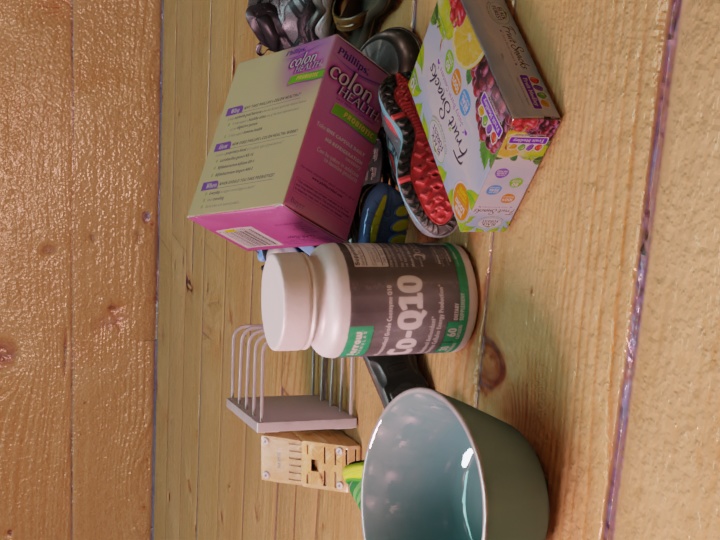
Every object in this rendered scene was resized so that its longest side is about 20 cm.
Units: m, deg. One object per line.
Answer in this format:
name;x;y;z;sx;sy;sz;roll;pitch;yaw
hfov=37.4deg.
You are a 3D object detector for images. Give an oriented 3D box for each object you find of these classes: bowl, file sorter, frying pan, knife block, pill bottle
bowl;0.091;0.205;0.937;0.200;0.104;0.203;-14;74;59
file sorter;-0.099;0.144;1.483;0.200;0.137;0.126;-173;84;-71
frying pan;0.016;-0.184;1.210;0.114;0.031;0.192;22;98;46
knife block;-0.058;0.251;1.510;0.198;0.175;0.065;2;96;26
pill bottle;0.007;0.029;1.063;0.113;0.198;0.115;179;90;-71

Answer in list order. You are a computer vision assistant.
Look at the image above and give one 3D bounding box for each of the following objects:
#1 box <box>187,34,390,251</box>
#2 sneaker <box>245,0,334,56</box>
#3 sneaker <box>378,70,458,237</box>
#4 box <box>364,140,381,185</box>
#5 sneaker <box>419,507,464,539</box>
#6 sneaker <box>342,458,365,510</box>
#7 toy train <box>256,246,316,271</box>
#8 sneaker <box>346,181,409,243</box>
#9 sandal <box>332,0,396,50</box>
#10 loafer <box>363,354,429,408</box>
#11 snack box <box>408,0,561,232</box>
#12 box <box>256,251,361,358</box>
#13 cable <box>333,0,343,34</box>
box;-0.078;-0.134;1.172;0.175;0.096;0.202;-4;65;47
sneaker;-0.085;-0.351;1.347;0.076;0.113;0.202;-70;-9;-57
sneaker;0.070;-0.108;1.099;0.096;0.078;0.202;84;177;-56
box;-0.024;-0.098;1.388;0.159;0.045;0.202;-128;41;-61
sneaker;0.074;0.233;1.044;0.067;0.089;0.202;119;146;-57
sneaker;0.041;0.250;1.198;0.084;0.073;0.200;70;162;1
toy train;-0.091;-0.061;1.309;0.115;0.086;0.200;-51;25;8
sneaker;0.000;0.000;1.161;0.083;0.070;0.202;-133;57;-65
sandal;-0.004;-0.322;1.301;0.200;0.054;0.083;148;121;-69
loafer;0.032;0.107;1.201;0.063;0.071;0.202;105;154;-54
snack box;0.107;-0.157;0.983;0.143;0.052;0.201;109;153;-48
box;-0.060;0.026;1.383;0.039;0.137;0.200;-45;24;-2
cable;-0.038;-0.324;1.430;0.050;0.096;0.202;-57;-37;-51
